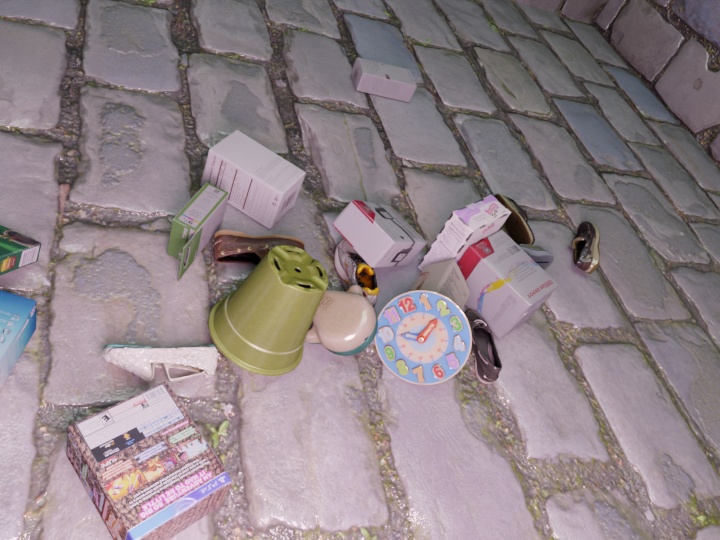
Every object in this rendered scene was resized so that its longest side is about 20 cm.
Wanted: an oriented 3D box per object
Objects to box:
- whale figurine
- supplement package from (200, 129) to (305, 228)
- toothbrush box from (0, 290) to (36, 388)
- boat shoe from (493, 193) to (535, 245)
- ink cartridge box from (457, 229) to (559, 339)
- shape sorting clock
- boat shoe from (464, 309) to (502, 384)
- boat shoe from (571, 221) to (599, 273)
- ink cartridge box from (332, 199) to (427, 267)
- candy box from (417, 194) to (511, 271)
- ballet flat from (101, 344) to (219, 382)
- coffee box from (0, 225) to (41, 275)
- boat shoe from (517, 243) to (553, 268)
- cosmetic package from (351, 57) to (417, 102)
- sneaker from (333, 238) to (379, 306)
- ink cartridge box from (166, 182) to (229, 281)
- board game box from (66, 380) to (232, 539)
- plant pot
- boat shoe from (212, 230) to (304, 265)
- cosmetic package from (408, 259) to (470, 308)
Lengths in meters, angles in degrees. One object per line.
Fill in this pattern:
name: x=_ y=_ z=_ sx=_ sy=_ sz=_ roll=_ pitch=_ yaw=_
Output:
whale figurine: x=-0.051 y=0.097 z=1.268 sx=0.200 sy=0.104 sz=0.159 roll=32 pitch=72 yaw=36
supplement package: x=-0.252 y=-0.214 z=1.433 sx=0.200 sy=0.117 sz=0.117 roll=33 pitch=44 yaw=4
toothbrush box: x=-0.620 y=0.122 z=0.949 sx=0.146 sy=0.085 sz=0.200 roll=18 pitch=43 yaw=-12
boat shoe: x=0.453 y=-0.150 z=1.766 sx=0.065 sy=0.073 sz=0.200 roll=-7 pitch=53 yaw=-26
ink cartridge box: x=0.341 y=0.034 z=1.481 sx=0.145 sy=0.145 sz=0.200 roll=-24 pitch=63 yaw=-41
shape sorting clock: x=0.125 y=0.138 z=1.244 sx=0.200 sy=0.200 sz=0.039 roll=36 pitch=14 yaw=8
boat shoe: x=0.281 y=0.161 z=1.394 sx=0.067 sy=0.057 sz=0.200 roll=9 pitch=46 yaw=-19
boat shoe: x=0.656 y=-0.080 z=1.794 sx=0.065 sy=0.073 sz=0.200 roll=24 pitch=43 yaw=-10
ink cartridge box: x=0.050 y=-0.085 z=1.436 sx=0.145 sy=0.083 sz=0.200 roll=47 pitch=21 yaw=18
candy box: x=0.253 y=-0.074 z=1.498 sx=0.168 sy=0.200 sz=0.072 roll=-24 pitch=63 yaw=-41
ballet flat: x=-0.345 y=0.162 z=1.069 sx=0.200 sy=0.072 sz=0.072 roll=3 pitch=48 yaw=-24
coffee box: x=-0.655 y=-0.034 z=1.042 sx=0.123 sy=0.044 sz=0.200 roll=24 pitch=14 yaw=-1
boat shoe: x=0.439 y=-0.039 z=1.669 sx=0.200 sy=0.072 sz=0.062 roll=5 pitch=30 yaw=-34
cosmetic package: x=0.078 y=-0.633 z=2.034 sx=0.200 sy=0.074 sz=0.102 roll=4 pitch=49 yaw=-23
sneaker: x=0.000 y=0.000 z=1.385 sx=0.078 sy=0.082 sz=0.200 roll=-1 pitch=50 yaw=-28
ink cartridge box: x=-0.349 y=-0.084 z=1.269 sx=0.059 sy=0.104 sz=0.200 roll=26 pitch=43 yaw=-2
board game box: x=-0.321 y=0.298 z=0.926 sx=0.159 sy=0.097 sz=0.200 roll=-23 pitch=63 yaw=-40
plant pot: x=-0.154 y=0.059 z=1.143 sx=0.200 sy=0.190 sz=0.200 roll=25 pitch=32 yaw=-17
boat shoe: x=-0.217 y=-0.037 z=1.322 sx=0.199 sy=0.070 sz=0.070 roll=3 pitch=53 yaw=-16
cosmetic package: x=0.163 y=0.074 z=1.368 sx=0.104 sy=0.087 sz=0.200 roll=62 pitch=39 yaw=-19
